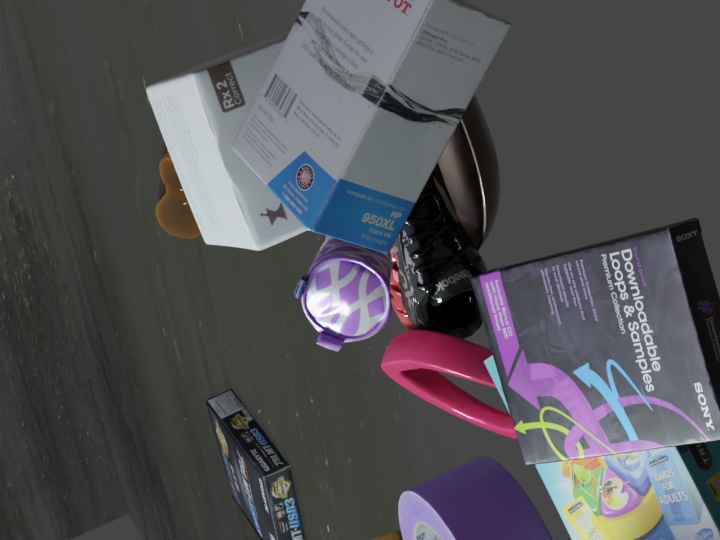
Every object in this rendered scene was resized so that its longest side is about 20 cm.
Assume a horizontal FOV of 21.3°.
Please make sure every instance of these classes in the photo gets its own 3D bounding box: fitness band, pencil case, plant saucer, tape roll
[{"bbox_3d":[0.093,0.093,1.580,0.143,0.038,0.200,28,168,-9],"label":"fitness band"},{"bbox_3d":[0.000,0.000,1.678,0.200,0.084,0.086,-63,-12,-69],"label":"pencil case"},{"bbox_3d":[0.063,-0.109,1.562,0.201,0.032,0.201,57,162,31],"label":"plant saucer"},{"bbox_3d":[0.118,0.283,1.810,0.200,0.085,0.200,55,159,34],"label":"tape roll"}]

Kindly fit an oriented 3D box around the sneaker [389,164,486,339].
[{"bbox_3d":[0.054,-0.027,1.525,0.098,0.071,0.201,40,151,57],"label":"sneaker"}]

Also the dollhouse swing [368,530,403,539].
[{"bbox_3d":[0.016,0.399,1.922,0.182,0.176,0.200,40,-157,-28],"label":"dollhouse swing"}]

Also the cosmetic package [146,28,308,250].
[{"bbox_3d":[-0.075,-0.125,1.739,0.166,0.164,0.200,69,164,-9],"label":"cosmetic package"}]

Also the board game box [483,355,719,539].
[{"bbox_3d":[0.185,0.121,1.374,0.151,0.047,0.201,-42,71,53],"label":"board game box"}]

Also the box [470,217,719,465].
[{"bbox_3d":[0.167,0.053,1.299,0.200,0.036,0.144,-16,91,51],"label":"box"}]

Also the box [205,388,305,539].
[{"bbox_3d":[-0.145,0.300,2.725,0.199,0.050,0.201,50,157,48],"label":"box"}]

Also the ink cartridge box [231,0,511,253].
[{"bbox_3d":[0.005,-0.138,1.434,0.201,0.084,0.145,-61,39,16],"label":"ink cartridge box"}]

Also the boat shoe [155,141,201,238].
[{"bbox_3d":[-0.215,-0.113,2.385,0.200,0.070,0.071,105,177,-60],"label":"boat shoe"}]
